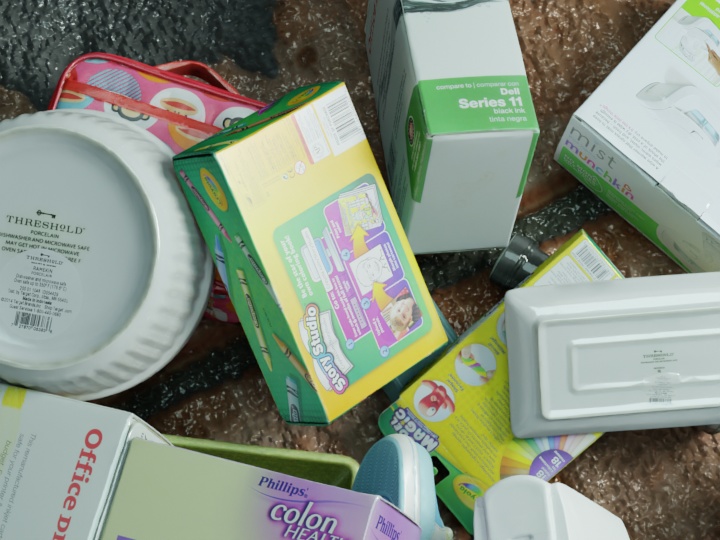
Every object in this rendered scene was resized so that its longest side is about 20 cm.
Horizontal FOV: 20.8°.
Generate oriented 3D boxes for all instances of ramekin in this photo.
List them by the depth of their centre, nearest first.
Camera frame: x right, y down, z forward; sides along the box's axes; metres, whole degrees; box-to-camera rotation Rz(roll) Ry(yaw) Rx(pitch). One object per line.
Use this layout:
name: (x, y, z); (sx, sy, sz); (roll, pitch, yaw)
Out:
ramekin: (-0.200, -0.013, 1.309); (0.198, 0.105, 0.202); (0, 87, 4)

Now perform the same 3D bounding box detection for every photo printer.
photo printer: (0.139, 0.233, 1.288); (0.069, 0.200, 0.168); (-12, 69, 19)

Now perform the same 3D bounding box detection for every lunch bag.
lunch bag: (-0.136, -0.071, 1.425); (0.198, 0.082, 0.178); (17, 68, -1)

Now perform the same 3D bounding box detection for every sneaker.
sneaker: (0.059, 0.210, 1.327); (0.130, 0.079, 0.202); (1, 92, -29)

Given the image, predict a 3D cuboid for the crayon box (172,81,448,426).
crayon box: (-0.032, -0.011, 1.324); (0.118, 0.058, 0.201); (-31, 106, -33)

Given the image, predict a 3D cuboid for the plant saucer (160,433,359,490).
plant saucer: (-0.108, 0.220, 1.347); (0.198, 0.048, 0.202); (7, 72, -3)

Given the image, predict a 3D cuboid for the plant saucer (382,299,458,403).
plant saucer: (0.000, 0.000, 1.394); (0.070, 0.019, 0.201); (-39, 108, -15)

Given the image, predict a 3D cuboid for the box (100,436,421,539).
box: (-0.079, 0.227, 1.228); (0.174, 0.097, 0.202); (10, 76, 23)

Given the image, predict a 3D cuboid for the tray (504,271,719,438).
tray: (0.199, 0.059, 1.326); (0.198, 0.022, 0.108); (-4, 105, -1)

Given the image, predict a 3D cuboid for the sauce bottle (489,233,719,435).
sauce bottle: (0.187, 0.041, 1.418); (0.199, 0.065, 0.065); (34, 73, 7)

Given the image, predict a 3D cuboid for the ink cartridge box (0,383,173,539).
ink cartridge box: (-0.240, 0.154, 1.302); (0.198, 0.083, 0.146); (11, 74, 22)

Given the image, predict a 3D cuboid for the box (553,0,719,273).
box: (0.276, -0.095, 1.451); (0.200, 0.097, 0.177); (40, 74, 8)

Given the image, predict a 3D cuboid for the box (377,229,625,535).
box: (0.118, 0.081, 1.373); (0.200, 0.048, 0.118); (-41, 91, 7)

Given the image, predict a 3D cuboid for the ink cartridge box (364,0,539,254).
ink cartridge box: (0.060, -0.134, 1.399); (0.082, 0.147, 0.201); (-4, 58, -9)
